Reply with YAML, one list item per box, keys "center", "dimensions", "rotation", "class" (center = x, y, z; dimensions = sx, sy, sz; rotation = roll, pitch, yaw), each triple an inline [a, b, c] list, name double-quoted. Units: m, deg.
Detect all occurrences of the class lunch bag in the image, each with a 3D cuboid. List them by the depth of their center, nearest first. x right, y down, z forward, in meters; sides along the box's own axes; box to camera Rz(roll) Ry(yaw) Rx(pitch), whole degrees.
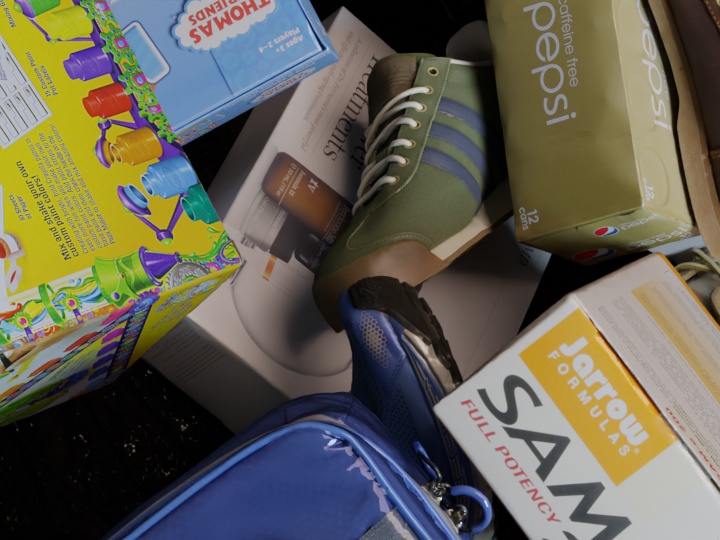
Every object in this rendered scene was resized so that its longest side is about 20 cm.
- center: [-0.035, 0.139, 0.973]
  dimensions: [0.136, 0.200, 0.132]
  rotation: [52, 6, -2]
  class: "lunch bag"

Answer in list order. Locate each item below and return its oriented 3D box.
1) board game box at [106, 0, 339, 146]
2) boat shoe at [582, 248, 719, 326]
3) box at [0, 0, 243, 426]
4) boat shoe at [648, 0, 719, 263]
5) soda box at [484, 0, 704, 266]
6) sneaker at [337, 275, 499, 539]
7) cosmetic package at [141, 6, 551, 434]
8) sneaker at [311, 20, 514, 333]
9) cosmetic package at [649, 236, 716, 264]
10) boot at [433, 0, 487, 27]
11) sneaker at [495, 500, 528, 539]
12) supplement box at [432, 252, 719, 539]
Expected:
- center: [-0.121, -0.143, 1.114]
  dimensions: [0.201, 0.151, 0.037]
  rotation: [63, 6, 7]
  class: "board game box"
- center: [0.164, 0.025, 1.229]
  dimensions: [0.199, 0.074, 0.067]
  rotation: [14, 103, -50]
  class: "boat shoe"
- center: [-0.186, -0.038, 0.990]
  dimensions: [0.192, 0.122, 0.201]
  rotation: [-21, 78, -38]
  class: "box"
- center: [0.166, -0.106, 1.133]
  dimensions: [0.070, 0.070, 0.201]
  rotation: [-11, 85, -60]
  class: "boat shoe"
- center: [0.097, -0.109, 1.150]
  dimensions: [0.068, 0.064, 0.201]
  rotation: [16, 63, -56]
  class: "soda box"
- center: [0.009, 0.097, 1.076]
  dimensions: [0.089, 0.201, 0.079]
  rotation: [-11, 28, -5]
  class: "sneaker"
- center: [0.000, 0.000, 1.189]
  dimensions: [0.151, 0.052, 0.201]
  rotation: [40, 49, -17]
  class: "cosmetic package"
- center: [0.024, -0.049, 1.152]
  dimensions: [0.090, 0.067, 0.200]
  rotation: [57, 40, -3]
  class: "sneaker"
- center: [0.176, -0.111, 1.276]
  dimensions: [0.199, 0.122, 0.201]
  rotation: [19, 49, -67]
  class: "cosmetic package"
- center: [0.020, -0.181, 1.256]
  dimensions: [0.200, 0.069, 0.174]
  rotation: [59, 8, 32]
  class: "boot"
- center: [0.115, 0.180, 1.164]
  dimensions: [0.070, 0.078, 0.201]
  rotation: [-15, 77, -41]
  class: "sneaker"
- center: [0.113, 0.070, 1.045]
  dimensions: [0.126, 0.073, 0.200]
  rotation: [53, 16, 6]
  class: "supplement box"
